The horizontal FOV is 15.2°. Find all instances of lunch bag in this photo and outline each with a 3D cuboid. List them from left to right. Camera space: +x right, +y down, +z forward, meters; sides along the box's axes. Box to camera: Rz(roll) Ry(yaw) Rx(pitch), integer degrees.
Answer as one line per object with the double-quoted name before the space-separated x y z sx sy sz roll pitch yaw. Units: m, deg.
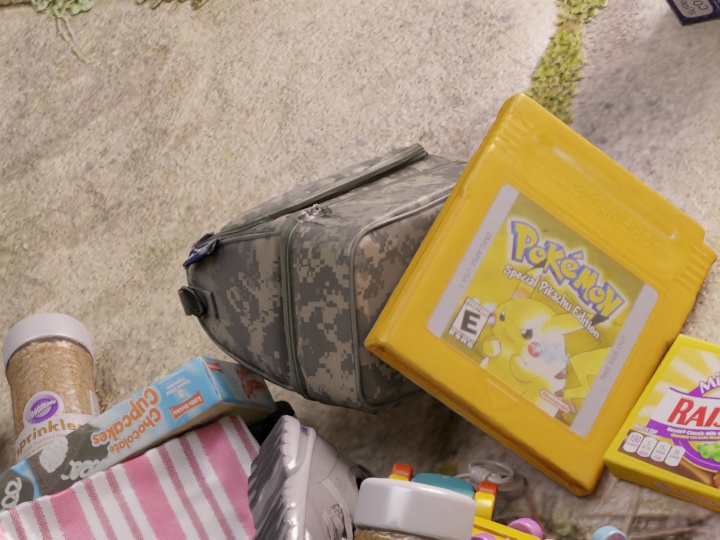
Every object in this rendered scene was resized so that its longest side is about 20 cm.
"lunch bag" 0.000 0.000 1.803 0.167 0.140 0.200 10 25 44

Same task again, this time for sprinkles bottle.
"sprinkles bottle" -0.219 0.122 1.967 0.068 0.068 0.200 -29 43 13
"sprinkles bottle" 0.016 0.224 1.554 0.068 0.068 0.201 4 79 39

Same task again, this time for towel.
"towel" -0.133 0.181 1.699 0.199 0.030 0.147 -23 57 -15

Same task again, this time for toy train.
"toy train" 0.098 0.173 1.669 0.200 0.150 0.056 25 108 54

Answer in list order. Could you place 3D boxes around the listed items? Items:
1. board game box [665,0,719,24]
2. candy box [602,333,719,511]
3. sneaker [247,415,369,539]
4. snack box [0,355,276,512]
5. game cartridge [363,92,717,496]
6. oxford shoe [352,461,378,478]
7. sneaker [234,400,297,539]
"board game box" 0.240 -0.255 1.845 0.135 0.200 0.035 -9 50 30
"candy box" 0.251 0.106 1.657 0.200 0.026 0.102 16 63 44
"sneaker" -0.024 0.167 1.645 0.075 0.082 0.200 -57 17 34
"snack box" -0.163 0.123 1.802 0.200 0.116 0.037 -30 77 12
"game cartridge" 0.121 0.014 1.730 0.200 0.176 0.032 -59 13 -19
"oxford shoe" 0.009 0.195 1.717 0.058 0.075 0.200 -59 36 27
"sneaker" -0.072 0.163 1.822 0.076 0.077 0.200 -25 26 23
